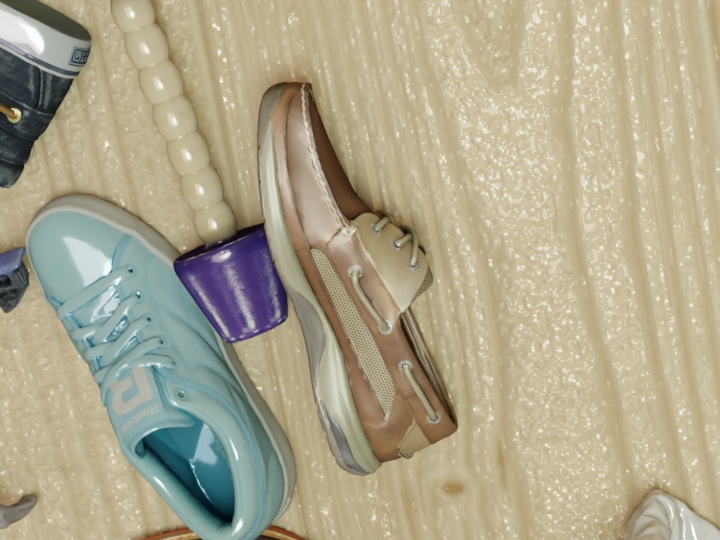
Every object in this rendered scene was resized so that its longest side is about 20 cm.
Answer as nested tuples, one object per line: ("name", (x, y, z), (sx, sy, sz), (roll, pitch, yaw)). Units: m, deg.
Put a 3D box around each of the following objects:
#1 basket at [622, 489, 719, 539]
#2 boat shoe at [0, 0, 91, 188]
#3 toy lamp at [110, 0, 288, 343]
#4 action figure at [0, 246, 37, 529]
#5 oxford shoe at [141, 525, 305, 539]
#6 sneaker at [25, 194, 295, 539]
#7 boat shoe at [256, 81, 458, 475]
("basket", (0.163, 0.247, 0.963), (0.198, 0.200, 0.161), (37, 112, 0))
("boat shoe", (-0.238, -0.122, 1.009), (0.199, 0.071, 0.091), (30, 102, 0))
("toy lamp", (-0.086, -0.063, 1.007), (0.058, 0.058, 0.202), (-17, 97, 13))
("action figure", (-0.246, 0.068, 1.037), (0.199, 0.105, 0.194), (-25, 111, 21))
("oxford shoe", (-0.037, 0.178, 1.041), (0.198, 0.073, 0.072), (7, 104, 8))
("sneaker", (-0.102, 0.050, 1.019), (0.074, 0.082, 0.201), (-38, 93, 14))
("boat shoe", (0.000, 0.000, 1.000), (0.071, 0.076, 0.202), (-13, 109, 9))
